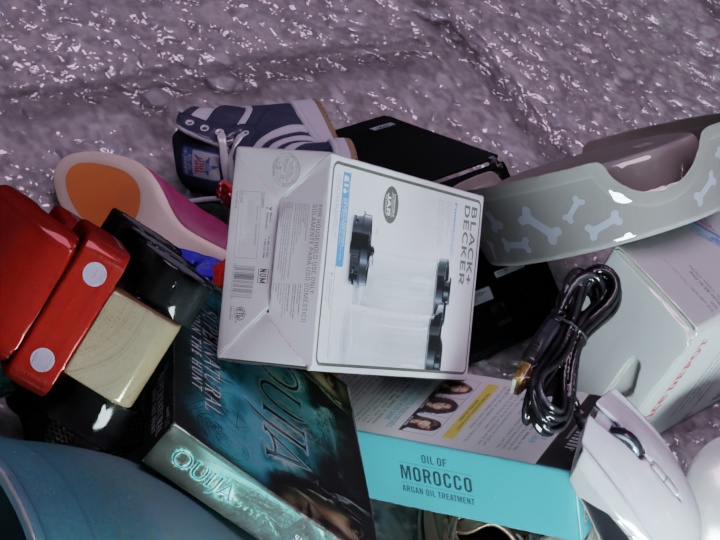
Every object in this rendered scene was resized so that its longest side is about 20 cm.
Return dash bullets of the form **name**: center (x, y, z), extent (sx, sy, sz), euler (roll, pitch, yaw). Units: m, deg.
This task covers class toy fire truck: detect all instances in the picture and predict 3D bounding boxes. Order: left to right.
- **toy fire truck**: center (-0.180, -0.027, 0.904), extent (0.199, 0.129, 0.176), euler (32, 1, -16)

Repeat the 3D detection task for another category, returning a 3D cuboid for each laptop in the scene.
- **laptop**: center (0.027, -0.020, 1.291), extent (0.176, 0.103, 0.202), euler (-21, 86, -42)

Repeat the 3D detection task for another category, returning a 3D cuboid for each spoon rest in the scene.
- **spoon rest**: center (0.286, 0.161, 1.213), extent (0.198, 0.060, 0.101), euler (4, 90, -32)

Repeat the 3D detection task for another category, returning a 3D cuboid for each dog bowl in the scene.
- **dog bowl**: center (0.164, -0.054, 1.221), extent (0.199, 0.199, 0.059), euler (-22, 99, -42)

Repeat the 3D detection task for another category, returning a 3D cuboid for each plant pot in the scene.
- **plant pot**: center (-0.133, 0.177, 0.867), extent (0.187, 0.200, 0.201), euler (6, 44, -45)

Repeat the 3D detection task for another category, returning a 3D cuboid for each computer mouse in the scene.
- **computer mouse**: center (0.149, 0.105, 0.990), extent (0.201, 0.044, 0.110), euler (61, 40, -24)

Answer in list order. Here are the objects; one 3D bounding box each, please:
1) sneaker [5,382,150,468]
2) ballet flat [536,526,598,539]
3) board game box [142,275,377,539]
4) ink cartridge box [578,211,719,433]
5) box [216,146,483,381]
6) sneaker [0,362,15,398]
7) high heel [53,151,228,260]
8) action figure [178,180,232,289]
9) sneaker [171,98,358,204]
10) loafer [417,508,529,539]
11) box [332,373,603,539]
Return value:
- **sneaker**: center (-0.131, 0.070, 1.056), extent (0.114, 0.076, 0.199), euler (42, 47, 5)
- **ballet flat**: center (0.130, 0.163, 1.077), extent (0.069, 0.067, 0.201), euler (58, 14, -33)
- **board game box**: center (-0.054, 0.079, 0.956), extent (0.135, 0.028, 0.200), euler (37, 16, -19)
- **ink cartridge box**: center (0.228, 0.033, 1.247), extent (0.199, 0.146, 0.088), euler (-23, 62, -43)
- **box**: center (0.000, 0.000, 1.012), extent (0.060, 0.118, 0.200), euler (4, -4, 27)
- **sneaker**: center (-0.242, 0.072, 0.951), extent (0.084, 0.120, 0.201), euler (56, 23, -38)
- **high heel**: center (-0.111, -0.016, 1.185), extent (0.199, 0.068, 0.096), euler (26, -1, 20)
- **action figure**: center (-0.104, -0.015, 1.080), extent (0.198, 0.100, 0.065), euler (7, 40, 15)
- **sneaker**: center (-0.064, -0.061, 1.168), extent (0.107, 0.071, 0.200), euler (-4, 22, -11)
- **loafer**: center (0.078, 0.181, 1.073), extent (0.071, 0.063, 0.201), euler (16, 42, -16)
- **box**: center (0.056, 0.103, 1.073), extent (0.198, 0.050, 0.082), euler (8, 31, 30)
